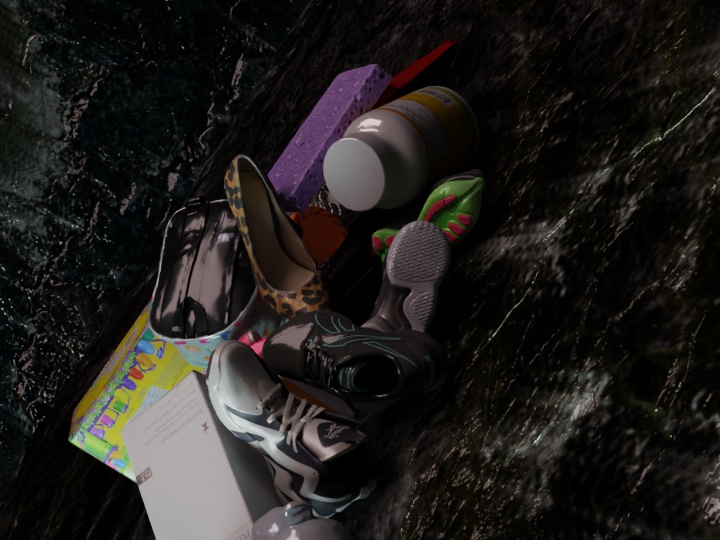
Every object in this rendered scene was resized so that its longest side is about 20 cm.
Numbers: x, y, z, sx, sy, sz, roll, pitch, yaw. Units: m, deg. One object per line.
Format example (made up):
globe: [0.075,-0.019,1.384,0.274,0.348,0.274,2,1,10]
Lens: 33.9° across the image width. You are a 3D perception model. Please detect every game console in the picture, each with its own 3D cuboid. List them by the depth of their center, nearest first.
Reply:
game console: [0.050,-0.186,1.512,0.176,0.031,0.201,-38,-19,-37]

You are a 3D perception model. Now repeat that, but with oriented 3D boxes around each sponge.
sponge: [-0.047,-0.154,1.400,0.201,0.030,0.111,-58,24,-15]

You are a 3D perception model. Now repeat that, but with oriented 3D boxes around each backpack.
backpack: [-0.166,0.023,1.461,0.175,0.151,0.202,-7,51,25]

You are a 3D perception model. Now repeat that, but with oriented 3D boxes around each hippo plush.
hippo plush: [-0.085,0.267,0.999,0.162,0.158,0.200,-59,16,-10]

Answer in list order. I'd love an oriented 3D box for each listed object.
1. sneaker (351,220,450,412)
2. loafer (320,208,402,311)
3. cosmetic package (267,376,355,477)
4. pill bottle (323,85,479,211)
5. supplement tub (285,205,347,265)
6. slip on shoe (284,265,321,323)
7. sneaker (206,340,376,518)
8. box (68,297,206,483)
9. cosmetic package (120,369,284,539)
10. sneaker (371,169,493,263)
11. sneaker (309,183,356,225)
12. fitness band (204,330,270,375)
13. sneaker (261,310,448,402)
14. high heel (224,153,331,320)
sneaker: [0.043,0.045,1.220,0.114,0.075,0.203,-46,-24,-83]
loafer: [0.000,0.000,1.401,0.201,0.071,0.073,-53,15,-23]
cosmetic package: [-0.105,0.205,1.276,0.201,0.101,0.071,-57,18,0]
pill bottle: [0.045,-0.135,1.347,0.111,0.112,0.199,-41,-6,39]
supplement tub: [-0.105,-0.002,1.625,0.200,0.122,0.123,-38,24,47]
slip on shoe: [-0.069,0.095,1.454,0.074,0.061,0.202,-25,-41,-81]
sneaker: [-0.054,0.144,1.114,0.129,0.201,0.079,-20,9,45]
box: [-0.252,0.177,1.578,0.201,0.192,0.122,-53,16,4]
cosmetic package: [-0.150,0.218,1.173,0.113,0.081,0.201,-39,54,14]
sneaker: [0.083,-0.049,1.310,0.084,0.077,0.199,-41,5,-37]
sneaker: [-0.005,-0.128,1.685,0.200,0.076,0.089,-49,-18,-28]
fitness band: [-0.108,0.127,1.366,0.200,0.143,0.038,-44,54,23]
sneaker: [-0.017,0.084,1.131,0.198,0.077,0.079,1,13,29]
high heel: [-0.092,-0.031,1.301,0.071,0.144,0.200,-27,52,-15]
